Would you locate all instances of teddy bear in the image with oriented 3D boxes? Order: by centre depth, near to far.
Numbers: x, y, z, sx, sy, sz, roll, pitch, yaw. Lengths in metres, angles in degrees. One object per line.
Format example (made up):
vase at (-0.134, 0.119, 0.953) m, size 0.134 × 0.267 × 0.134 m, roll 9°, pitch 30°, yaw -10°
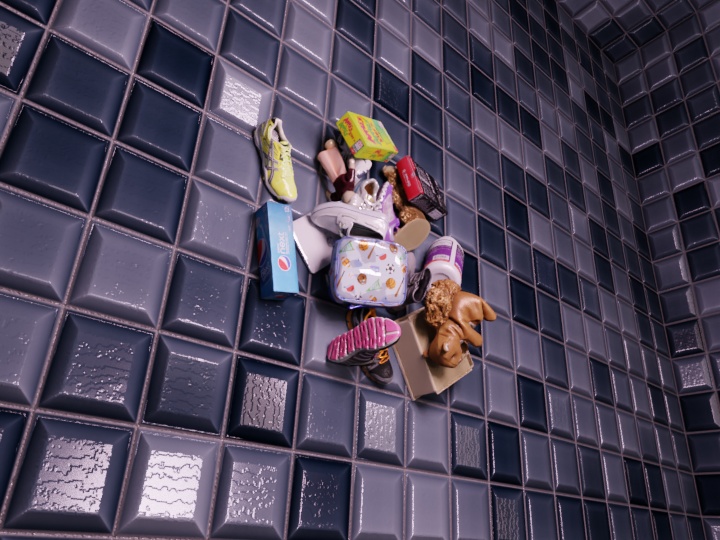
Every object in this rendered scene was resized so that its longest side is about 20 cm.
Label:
teddy bear at (0.120, -0.213, 1.535) m, size 0.205 × 0.065 × 0.145 m, roll 61°, pitch 28°, yaw -4°

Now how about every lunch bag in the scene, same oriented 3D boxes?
lunch bag at (0.015, 0.010, 1.243) m, size 0.192 × 0.075 × 0.168 m, roll 6°, pitch 83°, yaw -19°

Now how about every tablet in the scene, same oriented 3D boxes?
tablet at (-0.087, -0.089, 1.327) m, size 0.198 × 0.013 × 0.133 m, roll -34°, pitch 97°, yaw -44°

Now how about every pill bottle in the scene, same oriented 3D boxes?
pill bottle at (0.236, -0.016, 1.503) m, size 0.113 × 0.111 × 0.202 m, roll 49°, pitch 30°, yaw -14°

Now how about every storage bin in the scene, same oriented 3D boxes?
storage bin at (0.189, 0.203, 1.406) m, size 0.195 × 0.092 × 0.207 m, roll -17°, pitch 84°, yaw -44°

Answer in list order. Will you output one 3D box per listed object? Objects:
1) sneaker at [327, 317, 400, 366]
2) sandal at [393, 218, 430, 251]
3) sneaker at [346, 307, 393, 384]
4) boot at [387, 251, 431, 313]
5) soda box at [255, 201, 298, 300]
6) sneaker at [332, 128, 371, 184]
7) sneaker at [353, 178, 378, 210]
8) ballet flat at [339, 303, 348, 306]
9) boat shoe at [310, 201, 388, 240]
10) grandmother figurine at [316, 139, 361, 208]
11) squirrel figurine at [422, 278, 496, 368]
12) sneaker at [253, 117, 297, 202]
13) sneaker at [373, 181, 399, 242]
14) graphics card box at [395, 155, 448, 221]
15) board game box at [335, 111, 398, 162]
sneaker at (0.019, 0.169, 1.206) m, size 0.087 × 0.196 × 0.076 m, roll 32°, pitch 42°, yaw -43°
sandal at (0.098, -0.080, 1.459) m, size 0.210 × 0.069 × 0.079 m, roll -40°, pitch 124°, yaw -23°
sneaker at (0.033, 0.180, 1.285) m, size 0.077 × 0.076 × 0.206 m, roll -28°, pitch 94°, yaw -45°
boot at (0.143, 0.018, 1.410) m, size 0.069 × 0.130 × 0.206 m, roll 33°, pitch 54°, yaw -24°
soda box at (-0.188, -0.043, 1.182) m, size 0.066 × 0.063 × 0.208 m, roll 6°, pitch 69°, yaw -39°
sneaker at (-0.031, -0.318, 1.413) m, size 0.128 × 0.079 × 0.202 m, roll 38°, pitch 41°, yaw -16°
sneaker at (-0.006, -0.158, 1.367) m, size 0.076 × 0.079 × 0.205 m, roll 38°, pitch 48°, yaw -30°
ballet flat at (0.000, 0.000, 1.317) m, size 0.072 × 0.072 × 0.206 m, roll 32°, pitch 71°, yaw -26°
boat shoe at (-0.029, -0.113, 1.268) m, size 0.191 × 0.075 × 0.068 m, roll 4°, pitch 48°, yaw 6°
grandmother figurine at (-0.052, -0.226, 1.338) m, size 0.059 × 0.122 × 0.204 m, roll -3°, pitch 54°, yaw -36°
squirrel figurine at (0.213, 0.132, 1.315) m, size 0.202 × 0.140 × 0.187 m, roll 50°, pitch 59°, yaw -13°
sneaker at (-0.195, -0.261, 1.254) m, size 0.074 × 0.075 × 0.207 m, roll -19°, pitch 87°, yaw -45°
sneaker at (0.066, -0.144, 1.419) m, size 0.086 × 0.081 × 0.206 m, roll 24°, pitch 54°, yaw -16°
graphics card box at (0.181, -0.235, 1.538) m, size 0.198 × 0.050 × 0.130 m, roll 20°, pitch 47°, yaw -55°
board game box at (0.021, -0.347, 1.390) m, size 0.104 × 0.047 × 0.198 m, roll 61°, pitch 26°, yaw 8°
